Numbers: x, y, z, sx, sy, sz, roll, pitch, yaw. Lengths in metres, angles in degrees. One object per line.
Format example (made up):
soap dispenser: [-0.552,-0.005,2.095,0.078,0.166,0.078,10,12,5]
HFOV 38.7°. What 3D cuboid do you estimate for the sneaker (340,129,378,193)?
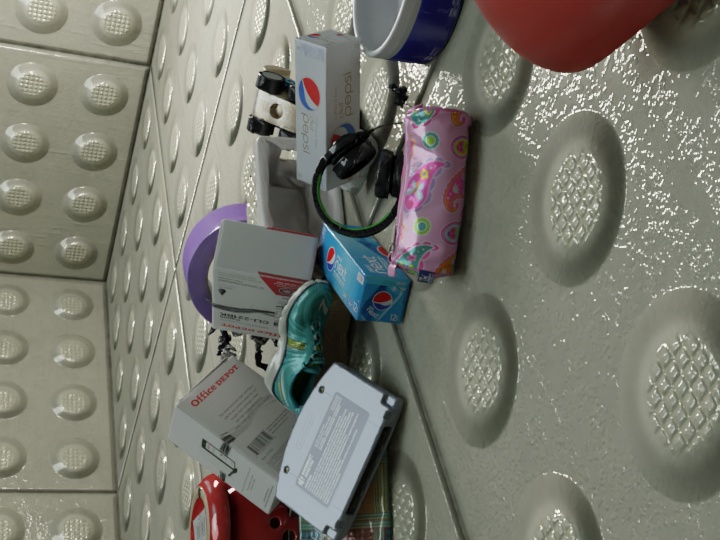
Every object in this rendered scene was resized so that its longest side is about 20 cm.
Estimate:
sneaker: [-0.037,-0.187,1.537,0.201,0.077,0.101,-111,30,-50]

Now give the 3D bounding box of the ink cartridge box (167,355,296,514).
ink cartridge box: [-0.169,0.244,1.551,0.146,0.199,0.085,-41,-20,-47]

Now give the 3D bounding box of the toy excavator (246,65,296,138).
toy excavator: [-0.125,-0.296,1.768,0.192,0.199,0.101,24,114,20]

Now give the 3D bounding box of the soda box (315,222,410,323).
soda box: [0.000,0.000,1.405,0.200,0.067,0.065,-127,47,-60]

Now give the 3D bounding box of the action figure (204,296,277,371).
action figure: [-0.174,0.102,1.655,0.119,0.199,0.102,-49,2,6]

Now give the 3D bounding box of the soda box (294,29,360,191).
soda box: [-0.044,-0.216,1.387,0.063,0.068,0.203,26,126,38]

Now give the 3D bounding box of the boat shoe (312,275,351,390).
boat shoe: [-0.054,0.102,1.529,0.065,0.071,0.204,-118,36,-72]

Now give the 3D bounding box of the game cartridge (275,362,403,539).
game cartridge: [-0.034,0.232,1.351,0.132,0.041,0.203,28,95,41]

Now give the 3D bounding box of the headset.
headset: [0.013,-0.142,1.334,0.202,0.122,0.094,-63,-4,-4]

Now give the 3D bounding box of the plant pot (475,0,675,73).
plant pot: [0.201,-0.285,0.815,0.177,0.198,0.204,-21,65,56]

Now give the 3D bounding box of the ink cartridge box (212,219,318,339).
ink cartridge box: [-0.145,0.021,1.524,0.201,0.142,0.085,105,174,-61]

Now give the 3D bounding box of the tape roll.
tape roll: [-0.199,-0.005,1.734,0.085,0.197,0.203,-125,45,-62]

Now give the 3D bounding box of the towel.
towel: [-0.025,0.272,1.371,0.145,0.022,0.204,-13,70,31]

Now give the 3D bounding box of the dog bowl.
dog bowl: [0.061,-0.372,1.320,0.200,0.077,0.204,-175,90,-68]

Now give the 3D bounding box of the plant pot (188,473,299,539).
plant pot: [-0.166,0.412,1.592,0.200,0.179,0.204,-177,90,-68]

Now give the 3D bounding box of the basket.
basket: [-0.109,-0.092,1.620,0.124,0.133,0.203,123,145,-54]

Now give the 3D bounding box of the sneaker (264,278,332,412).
sneaker: [-0.073,0.107,1.444,0.080,0.077,0.203,40,122,46]

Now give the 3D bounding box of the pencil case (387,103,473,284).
pencil case: [0.080,-0.089,1.199,0.087,0.086,0.204,-164,81,-68]
